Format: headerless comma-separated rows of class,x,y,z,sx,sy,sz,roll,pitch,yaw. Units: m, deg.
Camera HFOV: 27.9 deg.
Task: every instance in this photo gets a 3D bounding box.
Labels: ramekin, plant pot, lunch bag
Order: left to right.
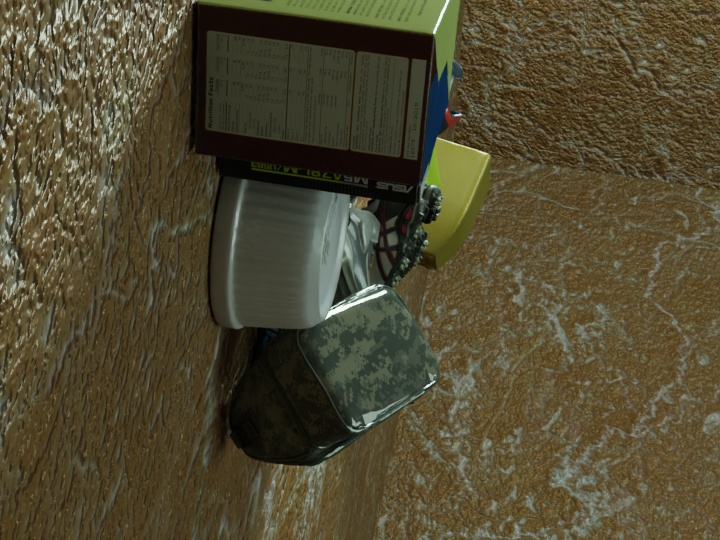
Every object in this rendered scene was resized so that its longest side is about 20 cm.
ramekin,-0.075,-0.036,1.436,0.200,0.104,0.203,9,90,-83
lunch bag,-0.035,0.121,1.570,0.199,0.167,0.140,-27,87,-50
plant pot,0.116,-0.119,2.629,0.196,0.192,0.202,73,35,-75

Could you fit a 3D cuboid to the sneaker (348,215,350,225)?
sneaker,-0.042,-0.134,1.537,0.082,0.070,0.202,23,-52,54

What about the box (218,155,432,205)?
box,-0.021,-0.148,1.385,0.201,0.190,0.048,-74,168,-50

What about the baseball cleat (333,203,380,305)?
baseball cleat,0.000,0.000,1.781,0.107,0.069,0.201,-51,142,-33

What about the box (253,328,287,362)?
box,-0.088,0.097,1.742,0.199,0.049,0.203,66,34,-76

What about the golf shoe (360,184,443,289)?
golf shoe,0.041,-0.050,1.832,0.077,0.088,0.201,-42,160,-42

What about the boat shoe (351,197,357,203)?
boat shoe,-0.037,-0.132,1.786,0.201,0.071,0.066,93,19,-57

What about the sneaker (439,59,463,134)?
sneaker,0.073,-0.254,1.706,0.075,0.084,0.202,-134,-153,-57

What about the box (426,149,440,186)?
box,0.026,-0.193,1.816,0.048,0.121,0.202,-41,129,-48

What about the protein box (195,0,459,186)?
protein box,-0.025,-0.186,1.263,0.199,0.197,0.137,-69,166,-61

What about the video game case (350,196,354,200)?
video game case,-0.016,-0.138,1.697,0.143,0.018,0.201,-35,158,-33
